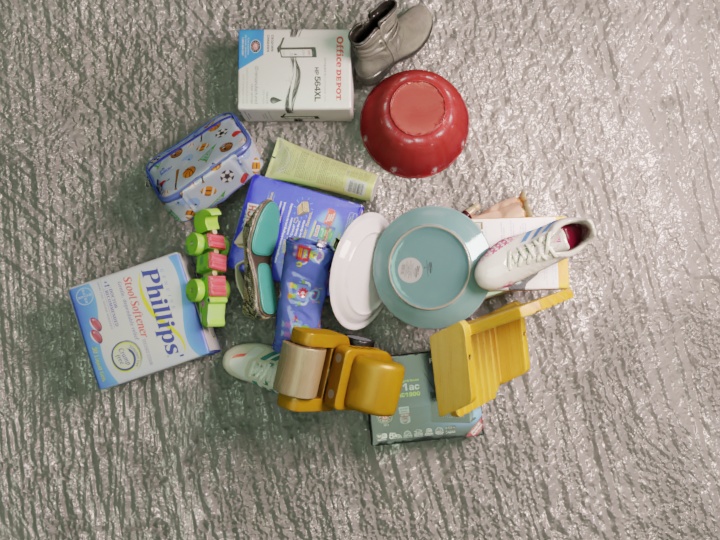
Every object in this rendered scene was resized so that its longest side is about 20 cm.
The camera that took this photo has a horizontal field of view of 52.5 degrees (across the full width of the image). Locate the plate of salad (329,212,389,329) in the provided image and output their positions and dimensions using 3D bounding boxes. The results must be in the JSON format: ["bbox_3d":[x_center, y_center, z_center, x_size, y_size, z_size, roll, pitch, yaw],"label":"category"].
[{"bbox_3d":[0.000,0.000,1.232,0.048,0.200,0.201,13,86,33],"label":"plate of salad"}]

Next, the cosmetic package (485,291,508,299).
[{"bbox_3d":[0.183,0.016,1.259,0.199,0.103,0.088,-18,85,-2],"label":"cosmetic package"}]

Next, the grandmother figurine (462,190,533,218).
[{"bbox_3d":[0.199,-0.073,1.270,0.199,0.121,0.061,-20,112,14],"label":"grandmother figurine"}]

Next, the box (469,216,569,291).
[{"bbox_3d":[0.236,-0.025,1.193,0.199,0.041,0.120,-1,86,3],"label":"box"}]

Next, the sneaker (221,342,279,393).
[{"bbox_3d":[-0.145,0.174,1.258,0.199,0.093,0.071,18,87,2],"label":"sneaker"}]

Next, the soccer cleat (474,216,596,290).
[{"bbox_3d":[0.268,-0.032,1.119,0.199,0.086,0.070,-26,91,-9],"label":"soccer cleat"}]

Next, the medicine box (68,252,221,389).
[{"bbox_3d":[-0.368,0.086,1.262,0.199,0.103,0.183,-19,86,1],"label":"medicine box"}]

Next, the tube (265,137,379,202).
[{"bbox_3d":[-0.066,-0.176,1.305,0.199,0.052,0.058,17,45,5],"label":"tube"}]

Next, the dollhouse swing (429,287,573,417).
[{"bbox_3d":[0.239,0.130,1.151,0.175,0.200,0.183,-5,94,38],"label":"dollhouse swing"}]

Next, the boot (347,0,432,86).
[{"bbox_3d":[0.059,-0.418,1.258,0.068,0.131,0.200,37,73,16],"label":"boot"}]

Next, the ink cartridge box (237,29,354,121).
[{"bbox_3d":[-0.111,-0.345,1.294,0.199,0.084,0.147,-1,86,2],"label":"ink cartridge box"}]

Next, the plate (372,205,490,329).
[{"bbox_3d":[0.112,-0.005,1.174,0.199,0.026,0.201,0,90,17],"label":"plate"}]

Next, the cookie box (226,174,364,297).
[{"bbox_3d":[-0.112,-0.061,1.279,0.199,0.075,0.172,17,90,2],"label":"cookie box"}]

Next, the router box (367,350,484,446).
[{"bbox_3d":[0.108,0.217,1.267,0.199,0.062,0.151,-6,85,0],"label":"router box"}]

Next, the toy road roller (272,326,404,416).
[{"bbox_3d":[-0.023,0.167,1.149,0.146,0.200,0.123,14,92,45],"label":"toy road roller"}]

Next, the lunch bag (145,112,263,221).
[{"bbox_3d":[-0.276,-0.182,1.265,0.200,0.076,0.160,-32,46,-3],"label":"lunch bag"}]

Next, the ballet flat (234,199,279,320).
[{"bbox_3d":[-0.178,-0.017,1.214,0.075,0.068,0.201,-3,84,33],"label":"ballet flat"}]

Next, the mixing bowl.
[{"bbox_3d":[0.098,-0.268,1.275,0.199,0.108,0.201,0,87,1],"label":"mixing bowl"}]

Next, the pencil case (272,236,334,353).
[{"bbox_3d":[-0.093,0.042,1.205,0.086,0.078,0.201,8,98,-6],"label":"pencil case"}]

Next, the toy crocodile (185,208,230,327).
[{"bbox_3d":[-0.249,-0.005,1.218,0.062,0.067,0.201,-16,73,43],"label":"toy crocodile"}]
